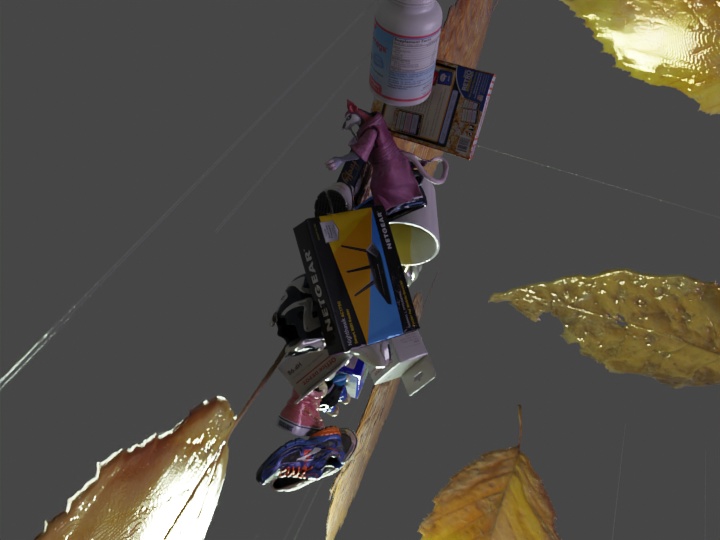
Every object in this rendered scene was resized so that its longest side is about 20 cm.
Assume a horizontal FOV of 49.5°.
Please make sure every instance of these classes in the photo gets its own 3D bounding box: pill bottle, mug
[{"bbox_3d":[0.073,-0.374,1.253,0.201,0.107,0.109,95,17,-47],"label":"pill bottle"},{"bbox_3d":[0.071,-0.114,1.554,0.150,0.184,0.155,61,32,-53],"label":"mug"}]

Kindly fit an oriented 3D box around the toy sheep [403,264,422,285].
[{"bbox_3d":[0.083,-0.021,1.816,0.139,0.136,0.202,93,15,-53],"label":"toy sheep"}]

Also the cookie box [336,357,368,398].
[{"bbox_3d":[-0.007,0.185,1.804,0.200,0.074,0.173,95,15,-67],"label":"cookie box"}]

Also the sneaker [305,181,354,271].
[{"bbox_3d":[-0.041,-0.053,1.293,0.080,0.073,0.202,-58,163,-58],"label":"sneaker"}]

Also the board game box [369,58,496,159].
[{"bbox_3d":[0.124,-0.299,1.387,0.046,0.198,0.153,-38,145,-72],"label":"board game box"}]

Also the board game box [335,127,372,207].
[{"bbox_3d":[0.001,-0.158,1.431,0.200,0.034,0.137,81,28,-67],"label":"board game box"}]

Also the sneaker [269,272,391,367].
[{"bbox_3d":[-0.056,0.109,1.203,0.130,0.199,0.079,-49,-175,-37],"label":"sneaker"}]

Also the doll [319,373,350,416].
[{"bbox_3d":[-0.073,0.275,1.692,0.136,0.048,0.200,-46,161,-7],"label":"doll"}]

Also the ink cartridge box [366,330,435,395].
[{"bbox_3d":[0.052,0.130,1.448,0.066,0.202,0.116,-11,158,-31],"label":"ink cartridge box"}]

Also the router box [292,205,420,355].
[{"bbox_3d":[-0.005,0.013,1.179,0.148,0.203,0.051,-13,174,-35],"label":"router box"}]

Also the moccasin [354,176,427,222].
[{"bbox_3d":[0.029,-0.090,1.355,0.199,0.069,0.080,-34,174,-3],"label":"moccasin"}]

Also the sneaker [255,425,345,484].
[{"bbox_3d":[-0.103,0.351,1.435,0.198,0.079,0.076,-15,153,-38],"label":"sneaker"}]

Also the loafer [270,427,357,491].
[{"bbox_3d":[-0.092,0.382,1.541,0.199,0.072,0.063,-36,168,17],"label":"loafer"}]

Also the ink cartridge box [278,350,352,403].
[{"bbox_3d":[-0.063,0.143,1.345,0.116,0.067,0.200,-40,178,17],"label":"ink cartridge box"}]

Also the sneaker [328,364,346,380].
[{"bbox_3d":[-0.055,0.165,1.531,0.201,0.086,0.075,93,19,-56],"label":"sneaker"}]

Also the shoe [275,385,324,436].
[{"bbox_3d":[-0.099,0.267,1.509,0.092,0.071,0.200,-65,164,-5],"label":"shoe"}]

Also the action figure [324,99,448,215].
[{"bbox_3d":[0.036,-0.191,1.257,0.201,0.147,0.135,59,31,-32],"label":"action figure"}]
